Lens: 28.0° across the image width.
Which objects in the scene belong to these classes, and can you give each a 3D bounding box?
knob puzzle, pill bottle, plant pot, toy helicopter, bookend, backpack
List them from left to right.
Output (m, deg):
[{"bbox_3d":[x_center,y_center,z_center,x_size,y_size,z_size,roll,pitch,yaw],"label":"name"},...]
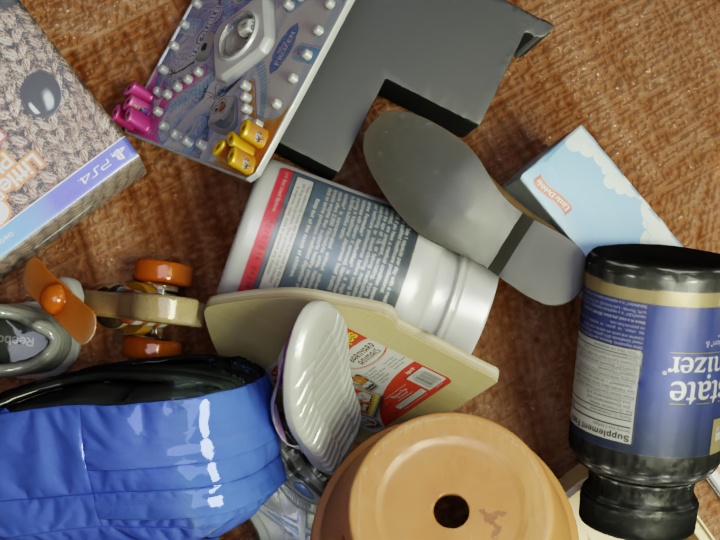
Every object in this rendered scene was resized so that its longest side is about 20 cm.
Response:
[{"bbox_3d":[-0.174,0.024,1.064,0.132,0.200,0.079,10,85,-22],"label":"toy helicopter"},{"bbox_3d":[-0.154,0.145,1.061,0.200,0.163,0.168,-11,96,14],"label":"backpack"},{"bbox_3d":[-0.023,0.060,1.083,0.220,0.220,0.030,19,58,-4],"label":"knob puzzle"},{"bbox_3d":[0.000,0.000,1.122,0.200,0.120,0.120,19,84,-3],"label":"pill bottle"},{"bbox_3d":[0.016,-0.146,1.149,0.200,0.092,0.199,26,86,-4],"label":"bookend"},{"bbox_3d":[0.060,0.184,1.012,0.200,0.140,0.200,-1,65,1],"label":"plant pot"},{"bbox_3d":[0.208,0.086,1.037,0.112,0.112,0.200,3,101,-5],"label":"pill bottle"}]

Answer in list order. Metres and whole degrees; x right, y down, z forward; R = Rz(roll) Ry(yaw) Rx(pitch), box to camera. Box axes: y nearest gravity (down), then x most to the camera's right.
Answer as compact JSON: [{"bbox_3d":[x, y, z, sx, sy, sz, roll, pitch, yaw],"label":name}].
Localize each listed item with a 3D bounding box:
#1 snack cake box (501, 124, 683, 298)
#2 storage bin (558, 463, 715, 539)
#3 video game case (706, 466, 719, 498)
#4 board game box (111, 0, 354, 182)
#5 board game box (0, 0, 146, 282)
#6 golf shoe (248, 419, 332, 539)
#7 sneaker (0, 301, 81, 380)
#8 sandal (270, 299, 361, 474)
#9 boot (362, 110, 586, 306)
[{"bbox_3d":[0.202,-0.012,1.145,0.067,0.115,0.200,-40,91,-7],"label":"snack cake box"},{"bbox_3d":[0.186,0.267,1.134,0.200,0.094,0.199,-36,89,-7],"label":"storage bin"},{"bbox_3d":[0.382,0.136,1.199,0.200,0.023,0.182,-36,90,-6],"label":"video game case"},{"bbox_3d":[-0.094,-0.179,1.095,0.026,0.200,0.200,30,85,-40],"label":"board game box"},{"bbox_3d":[-0.290,-0.112,1.114,0.159,0.097,0.200,-38,90,-7],"label":"board game box"},{"bbox_3d":[-0.031,0.216,1.140,0.097,0.078,0.200,-41,86,12],"label":"golf shoe"},{"bbox_3d":[-0.318,0.052,1.102,0.200,0.092,0.076,-5,86,-6],"label":"sneaker"},{"bbox_3d":[-0.041,0.090,1.037,0.050,0.203,0.082,15,59,17],"label":"sandal"},{"bbox_3d":[0.084,-0.045,1.095,0.200,0.075,0.074,40,97,3],"label":"boot"}]
